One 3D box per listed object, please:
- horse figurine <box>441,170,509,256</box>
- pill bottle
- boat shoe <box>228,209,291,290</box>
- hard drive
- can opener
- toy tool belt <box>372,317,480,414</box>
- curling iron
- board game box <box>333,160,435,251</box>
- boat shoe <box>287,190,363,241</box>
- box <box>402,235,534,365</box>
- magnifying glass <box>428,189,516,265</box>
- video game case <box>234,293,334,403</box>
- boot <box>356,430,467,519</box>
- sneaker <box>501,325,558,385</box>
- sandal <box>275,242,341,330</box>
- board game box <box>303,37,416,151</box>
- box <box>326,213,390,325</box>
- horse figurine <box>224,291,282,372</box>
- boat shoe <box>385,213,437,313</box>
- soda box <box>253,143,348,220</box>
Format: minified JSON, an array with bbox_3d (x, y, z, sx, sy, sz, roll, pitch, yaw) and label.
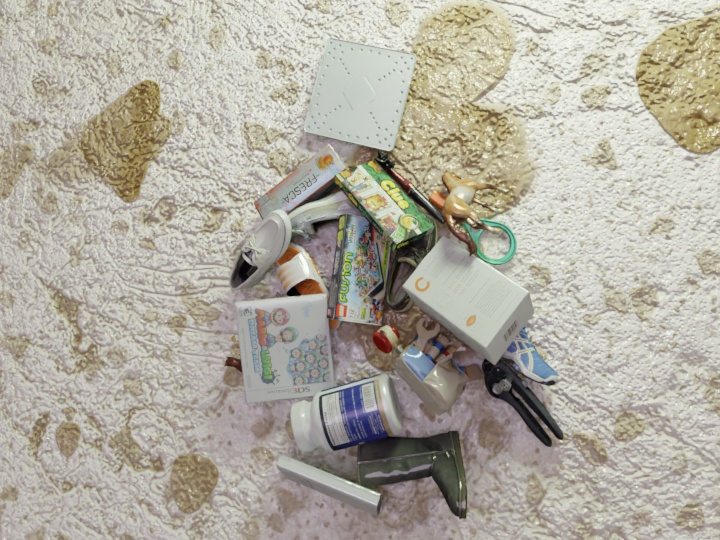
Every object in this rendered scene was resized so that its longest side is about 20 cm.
[{"bbox_3d":[0.199,-0.118,1.110,0.130,0.050,0.202,21,46,4],"label":"horse figurine"},{"bbox_3d":[-0.027,0.276,1.148,0.196,0.116,0.118,-16,82,10],"label":"pill bottle"},{"bbox_3d":[-0.205,-0.035,1.190,0.072,0.065,0.200,49,125,9],"label":"boat shoe"},{"bbox_3d":[-0.056,0.407,1.137,0.196,0.133,0.027,18,63,12],"label":"hard drive"},{"bbox_3d":[0.301,0.240,1.108,0.200,0.079,0.063,46,121,1],"label":"can opener"},{"bbox_3d":[0.128,0.160,1.141,0.122,0.125,0.200,-39,81,-26],"label":"toy tool belt"},{"bbox_3d":[0.095,-0.164,1.196,0.026,0.050,0.200,-42,82,4],"label":"curling iron"},{"bbox_3d":[0.044,-0.130,1.163,0.104,0.024,0.201,-23,61,-33],"label":"board game box"},{"bbox_3d":[-0.078,-0.101,1.212,0.198,0.074,0.066,-22,78,1],"label":"boat shoe"},{"bbox_3d":[0.195,0.052,1.091,0.199,0.098,0.125,38,84,33],"label":"box"},{"bbox_3d":[0.218,-0.088,1.178,0.199,0.022,0.080,39,93,12],"label":"magnifying glass"},{"bbox_3d":[-0.146,0.153,1.182,0.178,0.024,0.205,-5,100,-3],"label":"video game case"},{"bbox_3d":[0.092,0.375,1.105,0.195,0.183,0.074,-5,125,2],"label":"boot"},{"bbox_3d":[0.289,0.134,1.117,0.199,0.076,0.077,40,97,11],"label":"sneaker"},{"bbox_3d":[-0.113,0.033,1.201,0.079,0.059,0.208,-44,78,32],"label":"sandal"},{"bbox_3d":[0.000,-0.361,1.240,0.196,0.026,0.204,15,89,12],"label":"board game box"},{"bbox_3d":[0.000,0.000,1.177,0.108,0.035,0.205,8,87,-27],"label":"box"},{"bbox_3d":[-0.180,0.144,1.219,0.200,0.050,0.133,-43,88,-2],"label":"horse figurine"},{"bbox_3d":[0.100,-0.016,1.172,0.072,0.065,0.204,16,87,14],"label":"boat shoe"},{"bbox_3d":[-0.117,-0.165,1.225,0.198,0.068,0.064,-36,81,7],"label":"soda box"}]
